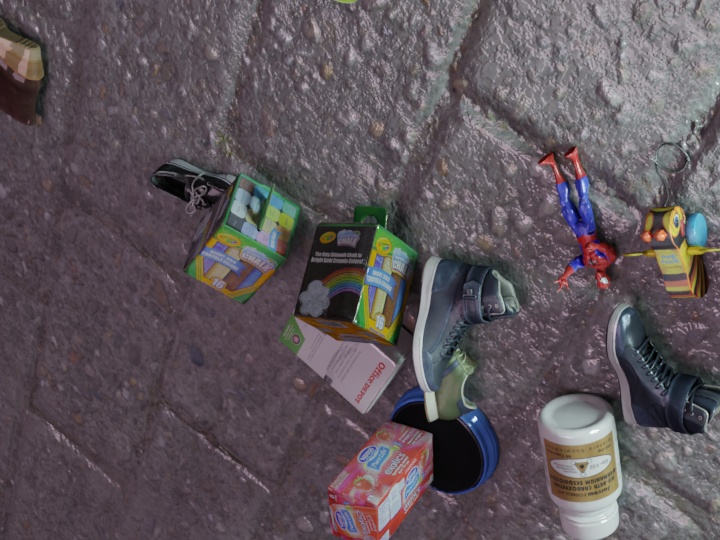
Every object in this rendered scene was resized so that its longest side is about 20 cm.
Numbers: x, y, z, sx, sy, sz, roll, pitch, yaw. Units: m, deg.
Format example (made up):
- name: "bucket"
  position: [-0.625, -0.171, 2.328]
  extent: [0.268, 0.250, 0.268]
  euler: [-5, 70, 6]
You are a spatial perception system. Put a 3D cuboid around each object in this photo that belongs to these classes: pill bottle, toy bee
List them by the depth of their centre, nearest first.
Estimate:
- name: "toy bee"
  position: [0.390, -0.041, 1.353]
  extent: [0.131, 0.109, 0.201]
  euler: [-30, 96, 45]
- name: "pill bottle"
  position: [0.334, 0.298, 1.586]
  extent: [0.113, 0.114, 0.202]
  euler: [4, 118, 34]

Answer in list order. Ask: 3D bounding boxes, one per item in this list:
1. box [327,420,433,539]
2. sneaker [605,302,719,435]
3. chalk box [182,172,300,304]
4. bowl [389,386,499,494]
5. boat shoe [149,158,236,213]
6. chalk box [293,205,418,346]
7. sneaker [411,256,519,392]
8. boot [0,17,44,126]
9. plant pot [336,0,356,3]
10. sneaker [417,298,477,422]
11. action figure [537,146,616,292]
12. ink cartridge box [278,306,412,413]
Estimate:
- name: "box"
  position: [0.036, 0.347, 1.722]
  extent: [0.095, 0.200, 0.101]
  euler: [14, 124, 27]
- name: "sneaker"
  position: [0.421, 0.138, 1.445]
  extent: [0.145, 0.077, 0.204]
  euler: [10, 131, 45]
- name: "chalk box"
  position: [-0.183, -0.062, 1.726]
  extent: [0.123, 0.125, 0.200]
  euler: [30, 137, -19]
- name: "bowl"
  position: [0.136, 0.289, 1.779]
  extent: [0.199, 0.039, 0.202]
  euler: [18, 125, 27]
- name: "boat shoe"
  position: [-0.275, -0.137, 1.813]
  extent: [0.198, 0.068, 0.074]
  euler: [27, 129, 21]
- name: "chalk box"
  position: [0.000, 0.000, 1.628]
  extent: [0.124, 0.202, 0.124]
  euler: [4, 161, 37]
- name: "sneaker"
  position: [0.157, 0.088, 1.571]
  extent: [0.145, 0.077, 0.205]
  euler: [7, 91, 26]
- name: "boot"
  position: [-0.677, -0.377, 1.966]
  extent: [0.199, 0.072, 0.167]
  euler: [30, 128, 14]
- name: "plant pot"
  position: [-0.015, -0.487, 1.362]
  extent: [0.187, 0.187, 0.200]
  euler: [47, 119, 4]
- name: "sneaker"
  position: [0.141, 0.140, 1.679]
  extent: [0.089, 0.067, 0.202]
  euler: [-5, 100, 6]
- name: "action figure"
  position: [0.290, -0.054, 1.429]
  extent: [0.065, 0.099, 0.201]
  euler: [-12, 110, 41]
- name: "ink cartridge box"
  position: [-0.021, 0.118, 1.762]
  extent: [0.200, 0.084, 0.147]
  euler: [41, 133, 10]
